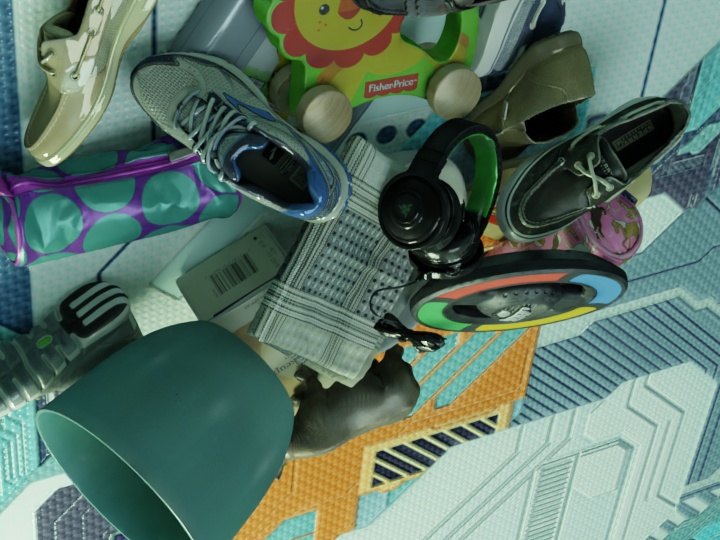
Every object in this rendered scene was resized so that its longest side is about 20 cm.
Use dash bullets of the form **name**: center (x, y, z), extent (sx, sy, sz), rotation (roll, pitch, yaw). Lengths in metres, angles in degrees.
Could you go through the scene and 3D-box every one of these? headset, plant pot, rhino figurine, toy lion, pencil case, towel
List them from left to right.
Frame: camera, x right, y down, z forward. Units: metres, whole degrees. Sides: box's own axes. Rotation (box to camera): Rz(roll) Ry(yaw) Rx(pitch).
- **pencil case**: center (-0.204, -0.064, 1.357), extent (0.200, 0.085, 0.092), rotation (-16, 152, -22)
- **plant pot**: center (-0.155, 0.141, 1.437), extent (0.161, 0.200, 0.201), rotation (-45, 145, -25)
- **rhino figurine**: center (-0.035, 0.134, 1.547), extent (0.200, 0.087, 0.060), rotation (-26, 138, -14)
- **towel**: center (0.000, 0.000, 1.420), extent (0.193, 0.035, 0.200), rotation (-62, 150, -2)
- **toy lion**: center (0.008, -0.209, 1.336), extent (0.200, 0.069, 0.192), rotation (-12, 127, -26)
- **headset**: center (0.072, -0.030, 1.386), extent (0.200, 0.094, 0.124), rotation (-61, 148, -12)
- **pencil case**: center (0.190, -0.015, 1.608), extent (0.083, 0.087, 0.200), rotation (26, 147, -16)

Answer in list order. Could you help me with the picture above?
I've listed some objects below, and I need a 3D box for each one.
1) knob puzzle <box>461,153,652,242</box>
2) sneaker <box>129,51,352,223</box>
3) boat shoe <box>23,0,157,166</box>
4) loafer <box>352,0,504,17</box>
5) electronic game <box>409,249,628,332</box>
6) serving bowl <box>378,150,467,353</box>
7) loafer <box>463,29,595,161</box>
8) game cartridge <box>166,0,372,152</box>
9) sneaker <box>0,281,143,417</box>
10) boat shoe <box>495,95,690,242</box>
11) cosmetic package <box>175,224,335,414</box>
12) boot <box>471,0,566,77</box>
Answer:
- **knob puzzle**: center (0.193, -0.082, 1.600), extent (0.219, 0.030, 0.220), rotation (-5, 157, -2)
- **sneaker**: center (-0.096, -0.106, 1.290), extent (0.077, 0.200, 0.085), rotation (-58, 177, 14)
- **boat shoe**: center (-0.216, -0.172, 1.260), extent (0.065, 0.072, 0.200), rotation (18, 115, -34)
- **loafer**: center (0.090, -0.240, 1.294), extent (0.200, 0.063, 0.072), rotation (-17, 124, -21)
- **electronic game**: center (0.144, 0.024, 1.504), extent (0.200, 0.042, 0.200), rotation (-5, 164, -2)
- **serving bowl**: center (0.013, -0.023, 1.520), extent (0.200, 0.066, 0.200), rotation (-36, 139, -38)
- **loafer**: center (0.152, -0.140, 1.496), extent (0.076, 0.068, 0.200), rotation (-17, 161, -22)
- **game cartridge**: center (-0.059, -0.177, 1.385), extent (0.200, 0.040, 0.133), rotation (17, 114, -43)
- **sneaker**: center (-0.277, 0.103, 1.479), extent (0.200, 0.075, 0.116), rotation (-32, 142, -6)
- **boat shoe**: center (0.209, -0.096, 1.482), extent (0.200, 0.064, 0.071), rotation (-37, 100, -10)
- **cosmetic package**: center (-0.084, 0.060, 1.567), extent (0.105, 0.071, 0.200), rotation (-33, 139, -3)
- **boot**: center (0.145, -0.257, 1.430), extent (0.090, 0.073, 0.200), rotation (-12, 143, -35)
